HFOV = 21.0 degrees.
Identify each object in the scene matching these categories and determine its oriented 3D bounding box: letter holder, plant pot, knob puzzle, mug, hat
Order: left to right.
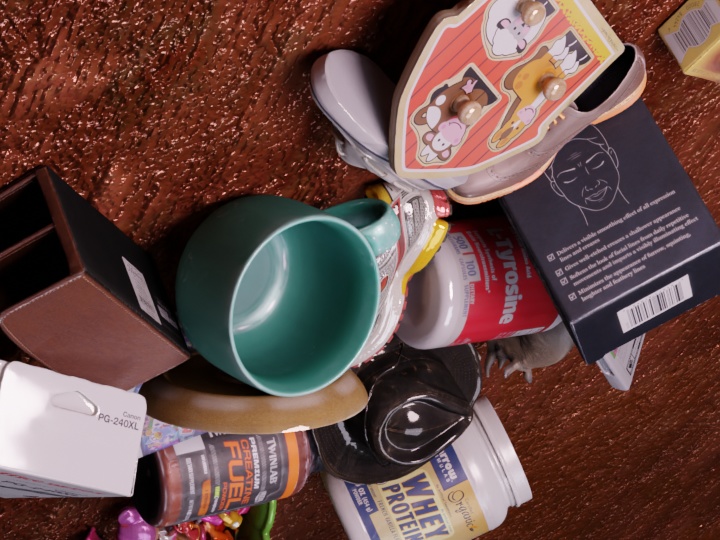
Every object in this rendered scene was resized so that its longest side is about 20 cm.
[{"bbox_3d":[-0.246,0.028,1.523,0.141,0.101,0.200,-28,153,7],"label":"letter holder"},{"bbox_3d":[-0.092,0.096,1.655,0.198,0.199,0.028,-7,105,-33],"label":"plant pot"},{"bbox_3d":[-0.064,0.014,1.607,0.184,0.114,0.154,-4,106,-39],"label":"mug"},{"bbox_3d":[0.052,0.133,1.873,0.199,0.081,0.203,-13,115,-30],"label":"hat"},{"bbox_3d":[0.103,-0.138,1.493,0.218,0.031,0.221,-25,142,-20],"label":"knob puzzle"}]

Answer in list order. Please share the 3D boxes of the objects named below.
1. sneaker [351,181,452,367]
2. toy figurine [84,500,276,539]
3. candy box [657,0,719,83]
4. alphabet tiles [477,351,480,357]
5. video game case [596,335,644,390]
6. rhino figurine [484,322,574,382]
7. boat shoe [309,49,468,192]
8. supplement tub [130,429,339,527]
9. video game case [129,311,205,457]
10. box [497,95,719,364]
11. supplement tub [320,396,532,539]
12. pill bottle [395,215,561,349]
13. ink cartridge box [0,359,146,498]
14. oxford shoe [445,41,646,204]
[{"bbox_3d":[0.000,0.000,1.713,0.082,0.078,0.201,7,121,-35],"label":"sneaker"},{"bbox_3d":[-0.195,0.284,1.996,0.182,0.150,0.202,1,121,-26],"label":"toy figurine"},{"bbox_3d":[0.360,-0.240,1.640,0.116,0.057,0.200,7,136,-45],"label":"candy box"},{"bbox_3d":[0.053,0.080,1.962,0.195,0.015,0.200,-31,152,7],"label":"alphabet tiles"},{"bbox_3d":[0.253,-0.009,1.832,0.022,0.202,0.182,12,164,23],"label":"video game case"},{"bbox_3d":[0.189,0.045,1.937,0.200,0.088,0.060,-44,149,27],"label":"rhino figurine"},{"bbox_3d":[0.010,-0.112,1.545,0.065,0.073,0.199,-18,156,29],"label":"boat shoe"},{"bbox_3d":[-0.121,0.176,1.876,0.198,0.108,0.107,-11,149,-28],"label":"supplement tub"},{"bbox_3d":[-0.126,0.083,1.761,0.198,0.018,0.144,-20,133,-13],"label":"video game case"},{"bbox_3d":[0.208,-0.050,1.673,0.147,0.201,0.107,-27,154,3],"label":"box"},{"bbox_3d":[0.071,0.232,2.095,0.199,0.145,0.145,-26,153,-3],"label":"supplement tub"},{"bbox_3d":[0.126,0.006,1.792,0.198,0.113,0.113,-7,147,-33],"label":"pill bottle"},{"bbox_3d":[-0.286,0.131,1.558,0.144,0.084,0.199,18,163,-38],"label":"ink cartridge box"},{"bbox_3d":[0.149,-0.129,1.616,0.199,0.072,0.073,-37,169,-1],"label":"oxford shoe"}]
